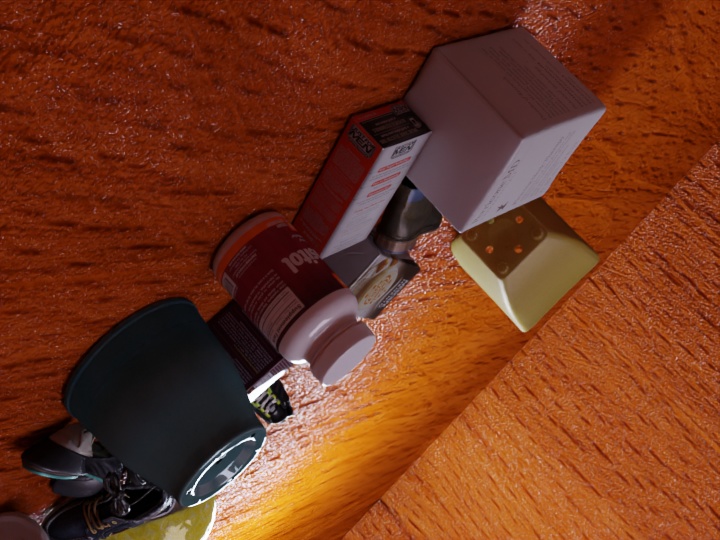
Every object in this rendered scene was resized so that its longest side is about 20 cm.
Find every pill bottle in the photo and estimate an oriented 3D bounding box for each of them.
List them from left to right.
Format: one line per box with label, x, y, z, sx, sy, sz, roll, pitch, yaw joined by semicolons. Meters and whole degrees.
pill bottle;-0.455;0.405;1.535;0.112;0.112;0.201;-36;159;-21
pill bottle;-0.076;0.035;1.369;0.113;0.200;0.113;-38;163;-14

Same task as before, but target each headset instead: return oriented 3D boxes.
headset;-0.260;0.238;1.487;0.200;0.122;0.095;-52;135;-46

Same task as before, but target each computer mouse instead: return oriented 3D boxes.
computer mouse;-0.323;0.245;1.574;0.199;0.046;0.141;-26;157;-43

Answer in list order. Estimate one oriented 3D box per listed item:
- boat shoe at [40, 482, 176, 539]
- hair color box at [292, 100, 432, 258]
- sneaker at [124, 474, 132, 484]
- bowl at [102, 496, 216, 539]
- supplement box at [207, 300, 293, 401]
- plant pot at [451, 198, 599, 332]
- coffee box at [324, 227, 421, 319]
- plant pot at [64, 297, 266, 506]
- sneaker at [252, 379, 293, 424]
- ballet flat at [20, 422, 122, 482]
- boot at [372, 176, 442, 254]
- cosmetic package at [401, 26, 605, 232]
boat shoe;-0.357;0.334;1.589;0.199;0.071;0.091;-19;170;-4
hair color box;-0.001;-0.111;1.430;0.101;0.061;0.201;-25;156;-45
sneaker;-0.274;0.280;1.684;0.200;0.076;0.092;-46;-179;8
bowl;-0.303;0.403;1.732;0.198;0.109;0.200;-15;-173;2
supplement box;-0.119;0.075;1.525;0.200;0.109;0.061;-41;163;-6
plant pot;0.273;-0.039;2.017;0.196;0.194;0.200;-45;157;7
coffee box;0.000;0.000;1.661;0.114;0.080;0.200;-47;162;10
plant pot;-0.219;0.169;1.377;0.200;0.188;0.200;-39;160;-17
sneaker;-0.143;0.197;1.802;0.072;0.083;0.200;-43;163;-2
ballet flat;-0.355;0.226;1.442;0.073;0.073;0.200;-44;158;3
boot;0.083;-0.104;1.603;0.200;0.074;0.098;-52;162;-57
cosmetic package;0.166;-0.183;1.458;0.199;0.167;0.168;-24;155;-44
